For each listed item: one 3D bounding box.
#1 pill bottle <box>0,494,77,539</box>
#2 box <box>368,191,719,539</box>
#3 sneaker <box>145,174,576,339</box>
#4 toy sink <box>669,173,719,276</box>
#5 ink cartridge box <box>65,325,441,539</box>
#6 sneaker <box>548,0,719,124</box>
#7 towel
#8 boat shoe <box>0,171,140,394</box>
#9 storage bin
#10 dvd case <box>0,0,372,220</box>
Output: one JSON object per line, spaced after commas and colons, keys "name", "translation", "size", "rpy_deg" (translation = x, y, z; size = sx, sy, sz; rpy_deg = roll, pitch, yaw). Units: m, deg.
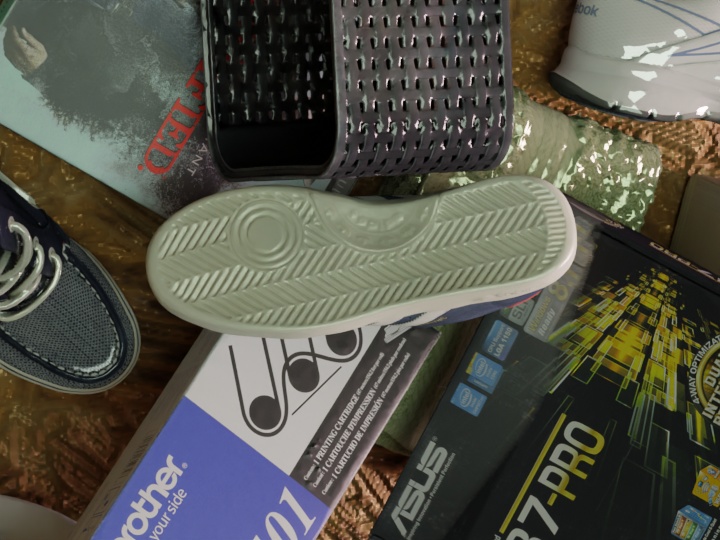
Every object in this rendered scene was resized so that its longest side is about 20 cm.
{"name": "pill bottle", "translation": [-0.196, 0.214, 1.336], "size": [0.106, 0.106, 0.200], "rpy_deg": [9, 101, -23]}
{"name": "box", "translation": [0.120, 0.084, 1.377], "size": [0.161, 0.049, 0.200], "rpy_deg": [30, 101, 9]}
{"name": "sneaker", "translation": [0.000, 0.000, 1.305], "size": [0.200, 0.085, 0.075], "rpy_deg": [-2, 78, -2]}
{"name": "toy sink", "translation": [0.227, 0.065, 1.456], "size": [0.130, 0.112, 0.200], "rpy_deg": [10, 101, -23]}
{"name": "ink cartridge box", "translation": [-0.051, 0.082, 1.318], "size": [0.094, 0.044, 0.200], "rpy_deg": [38, 65, -14]}
{"name": "sneaker", "translation": [0.197, -0.112, 1.421], "size": [0.200, 0.075, 0.087], "rpy_deg": [8, 96, -23]}
{"name": "towel", "translation": [0.064, 0.005, 1.419], "size": [0.148, 0.036, 0.200], "rpy_deg": [22, 96, -26]}
{"name": "boat shoe", "translation": [-0.173, -0.002, 1.293], "size": [0.200, 0.093, 0.075], "rpy_deg": [41, 88, -25]}
{"name": "storage bin", "translation": [-0.005, -0.143, 1.273], "size": [0.094, 0.135, 0.200], "rpy_deg": [-3, 92, -28]}
{"name": "dvd case", "translation": [-0.078, -0.098, 1.344], "size": [0.200, 0.022, 0.146], "rpy_deg": [31, 92, -27]}
